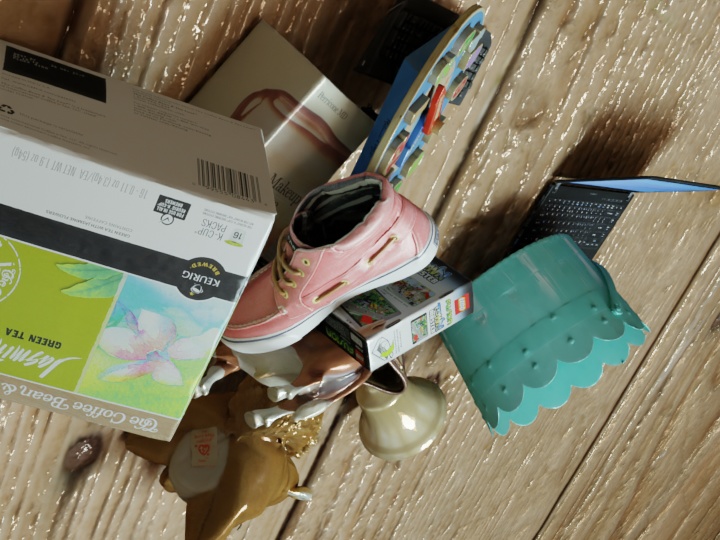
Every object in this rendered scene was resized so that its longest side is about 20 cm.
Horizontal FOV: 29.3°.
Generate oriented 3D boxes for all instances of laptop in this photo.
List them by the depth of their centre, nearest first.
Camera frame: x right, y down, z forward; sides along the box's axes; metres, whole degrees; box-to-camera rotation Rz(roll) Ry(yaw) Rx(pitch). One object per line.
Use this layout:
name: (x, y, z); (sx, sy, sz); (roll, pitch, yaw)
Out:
laptop: (0.276, -0.043, 1.522); (0.177, 0.103, 0.200); (3, 125, -49)

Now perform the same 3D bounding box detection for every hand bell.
hand bell: (0.004, 0.103, 1.422); (0.104, 0.104, 0.200); (-42, 135, -6)

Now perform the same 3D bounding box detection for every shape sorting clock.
shape sorting clock: (0.050, -0.123, 1.111); (0.200, 0.039, 0.200); (-54, 170, -14)

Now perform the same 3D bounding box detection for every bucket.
bucket: (0.188, 0.066, 1.457); (0.207, 0.135, 0.207); (-29, 163, -10)

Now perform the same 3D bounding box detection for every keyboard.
keyboard: (0.049, -0.162, 1.168); (0.127, 0.021, 0.200); (-58, 157, 14)

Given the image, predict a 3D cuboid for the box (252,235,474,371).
box: (-0.010, 0.000, 1.154); (0.110, 0.200, 0.035); (-27, 132, -25)

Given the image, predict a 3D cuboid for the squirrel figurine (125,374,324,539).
squirrel figurine: (-0.095, 0.173, 1.321); (0.200, 0.142, 0.187); (-46, 154, 5)

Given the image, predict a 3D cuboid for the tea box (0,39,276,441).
tea box: (-0.188, -0.018, 0.925); (0.200, 0.134, 0.197); (17, 118, -19)

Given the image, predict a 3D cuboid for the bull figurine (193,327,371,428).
bull figurine: (-0.087, 0.067, 1.158); (0.121, 0.200, 0.065); (-36, 129, -41)

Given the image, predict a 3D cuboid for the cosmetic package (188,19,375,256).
cosmetic package: (-0.096, -0.080, 1.074); (0.200, 0.087, 0.103); (-49, 148, 6)

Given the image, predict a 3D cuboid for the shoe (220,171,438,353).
shoe: (-0.044, -0.008, 1.060); (0.200, 0.072, 0.091); (-27, 145, 17)

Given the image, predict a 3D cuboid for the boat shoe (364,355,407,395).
boat shoe: (-0.025, 0.063, 1.290); (0.072, 0.072, 0.200); (-38, 133, 18)
